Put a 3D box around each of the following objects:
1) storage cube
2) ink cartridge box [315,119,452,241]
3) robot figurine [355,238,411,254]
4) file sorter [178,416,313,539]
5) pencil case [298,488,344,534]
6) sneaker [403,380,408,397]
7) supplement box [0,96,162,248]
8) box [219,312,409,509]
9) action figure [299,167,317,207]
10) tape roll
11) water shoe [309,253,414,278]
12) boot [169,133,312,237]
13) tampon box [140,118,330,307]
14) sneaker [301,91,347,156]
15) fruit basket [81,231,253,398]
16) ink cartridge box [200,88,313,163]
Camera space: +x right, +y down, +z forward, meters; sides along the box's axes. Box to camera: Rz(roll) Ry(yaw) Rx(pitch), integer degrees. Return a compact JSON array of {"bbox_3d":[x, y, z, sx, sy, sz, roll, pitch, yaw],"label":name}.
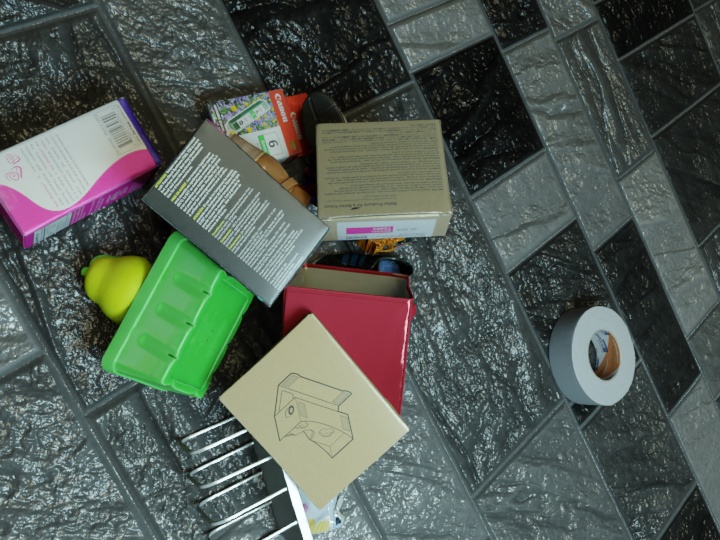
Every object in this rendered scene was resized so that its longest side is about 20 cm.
[{"bbox_3d":[-0.022,0.101,0.865,0.194,0.171,0.185,5,100,1],"label":"storage cube"},{"bbox_3d":[0.031,-0.136,0.908,0.194,0.075,0.169,-2,67,-2],"label":"ink cartridge box"},{"bbox_3d":[0.080,-0.096,1.034,0.197,0.058,0.148,-19,136,-43],"label":"robot figurine"},{"bbox_3d":[-0.162,0.311,0.836,0.122,0.138,0.206,-17,90,-27],"label":"file sorter"},{"bbox_3d":[-0.074,0.290,0.916,0.081,0.090,0.206,-5,84,-30],"label":"pencil case"},{"bbox_3d":[0.011,0.146,1.009,0.203,0.073,0.081,58,40,-7],"label":"sneaker"},{"bbox_3d":[-0.382,-0.129,0.799,0.199,0.103,0.103,-37,101,-30],"label":"supplement box"},{"bbox_3d":[-0.059,0.183,0.777,0.163,0.021,0.201,-41,97,2],"label":"box"},{"bbox_3d":[-0.104,-0.125,0.964,0.196,0.098,0.067,-18,92,-33],"label":"action figure"},{"bbox_3d":[0.492,0.180,1.273,0.195,0.066,0.207,5,80,-28],"label":"tape roll"},{"bbox_3d":[0.000,0.000,1.010,0.195,0.078,0.074,-8,85,-30],"label":"water shoe"},{"bbox_3d":[-0.177,-0.079,0.890,0.153,0.074,0.202,36,91,-11],"label":"boot"},{"bbox_3d":[-0.160,-0.072,0.784,0.199,0.150,0.127,41,85,-13],"label":"tampon box"},{"bbox_3d":[-0.025,-0.209,1.035,0.203,0.075,0.115,59,19,0],"label":"sneaker"},{"bbox_3d":[-0.277,0.051,0.827,0.156,0.210,0.221,46,55,-59],"label":"fruit basket"},{"bbox_3d":[-0.147,-0.230,0.978,0.196,0.050,0.112,-21,93,-30],"label":"ink cartridge box"}]
